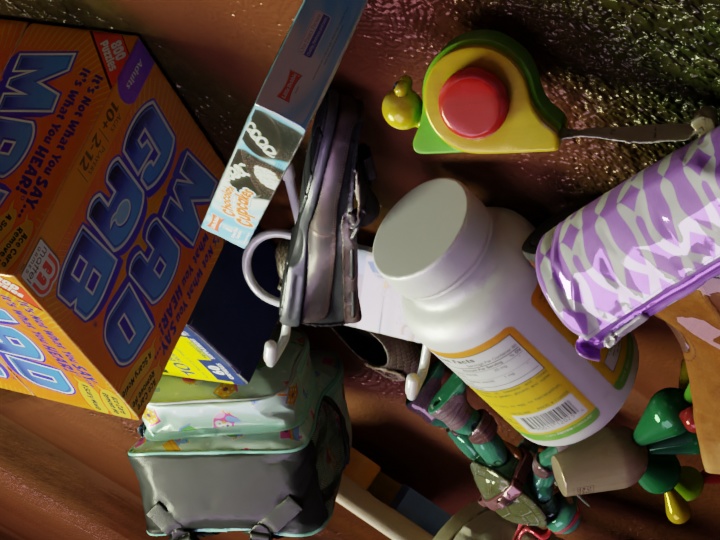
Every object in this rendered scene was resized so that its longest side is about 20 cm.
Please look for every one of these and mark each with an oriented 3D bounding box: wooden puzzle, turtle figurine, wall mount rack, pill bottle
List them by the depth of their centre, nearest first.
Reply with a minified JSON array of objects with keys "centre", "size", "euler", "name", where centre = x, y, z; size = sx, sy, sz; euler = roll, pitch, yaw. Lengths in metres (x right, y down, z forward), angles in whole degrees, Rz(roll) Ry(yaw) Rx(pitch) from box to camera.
[{"centre":[0.098,0.026,1.342],"size":[0.110,0.112,0.200],"euler":[-1,145,45],"name":"pill bottle"},{"centre":[0.000,0.000,1.428],"size":[0.198,0.075,0.175],"euler":[13,116,10],"name":"wall mount rack"},{"centre":[0.133,0.156,1.605],"size":[0.199,0.101,0.149],"euler":[38,153,-16],"name":"turtle figurine"},{"centre":[0.013,0.206,1.825],"size":[0.185,0.046,0.200],"euler":[36,179,-12],"name":"wooden puzzle"}]

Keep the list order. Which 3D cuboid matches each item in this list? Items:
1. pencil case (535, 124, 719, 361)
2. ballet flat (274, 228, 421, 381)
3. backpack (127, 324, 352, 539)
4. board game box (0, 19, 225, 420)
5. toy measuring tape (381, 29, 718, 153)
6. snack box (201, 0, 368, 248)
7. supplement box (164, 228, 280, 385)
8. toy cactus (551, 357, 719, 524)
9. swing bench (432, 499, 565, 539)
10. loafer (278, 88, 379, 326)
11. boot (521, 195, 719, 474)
[{"centre":[0.188,-0.023,1.117],"size":[0.083,0.086,0.200],"euler":[19,142,-34],"name":"pencil case"},{"centre":[-0.013,0.039,1.556],"size":[0.067,0.047,0.200],"euler":[7,151,36],"name":"ballet flat"},{"centre":[-0.096,0.130,1.641],"size":[0.174,0.200,0.155],"euler":[-6,104,16],"name":"backpack"},{"centre":[-0.240,-0.042,1.414],"size":[0.198,0.201,0.200],"euler":[10,152,29],"name":"board game box"},{"centre":[0.108,-0.108,1.134],"size":[0.198,0.074,0.074],"euler":[-1,149,15],"name":"toy measuring tape"},{"centre":[-0.047,-0.102,1.209],"size":[0.037,0.117,0.200],"euler":[26,156,-4],"name":"snack box"},{"centre":[-0.170,0.012,1.574],"size":[0.199,0.110,0.109],"euler":[4,149,40],"name":"supplement box"},{"centre":[0.222,0.133,1.396],"size":[0.163,0.103,0.200],"euler":[-17,160,-7],"name":"toy cactus"},{"centre":[0.174,0.313,1.706],"size":[0.198,0.129,0.202],"euler":[26,133,30],"name":"swing bench"},{"centre":[-0.013,-0.040,1.337],"size":[0.062,0.072,0.201],"euler":[9,132,-6],"name":"loafer"},{"centre":[0.213,0.046,1.269],"size":[0.187,0.069,0.201],"euler":[-5,125,28],"name":"boot"}]
